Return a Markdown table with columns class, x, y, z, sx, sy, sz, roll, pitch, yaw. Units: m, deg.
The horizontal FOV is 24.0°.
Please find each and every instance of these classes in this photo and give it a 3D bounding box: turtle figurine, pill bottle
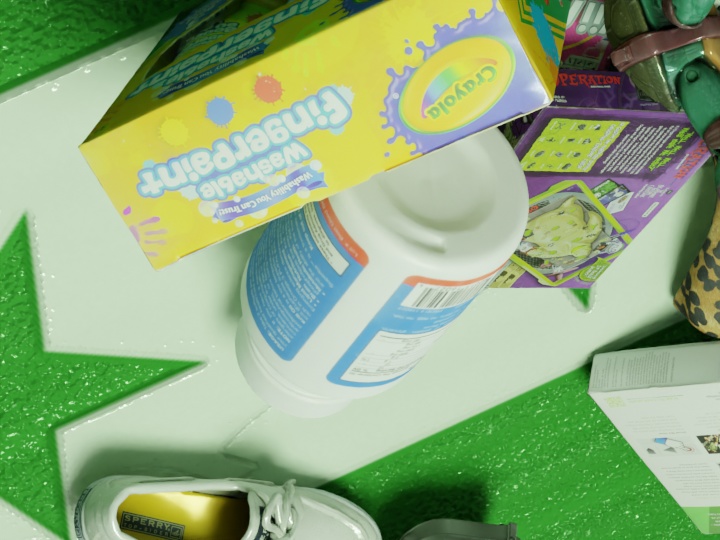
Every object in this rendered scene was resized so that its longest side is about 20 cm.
| class | x | y | z | sx | sy | sz | roll | pitch | yaw |
| --- | --- | --- | --- | --- | --- | --- | --- | --- | --- |
| turtle figurine | 0.170 | -0.117 | 0.820 | 0.100 | 0.202 | 0.149 | -18 | 179 | 28 |
| pill bottle | 0.000 | 0.000 | 0.904 | 0.111 | 0.113 | 0.200 | 4 | 150 | -24 |

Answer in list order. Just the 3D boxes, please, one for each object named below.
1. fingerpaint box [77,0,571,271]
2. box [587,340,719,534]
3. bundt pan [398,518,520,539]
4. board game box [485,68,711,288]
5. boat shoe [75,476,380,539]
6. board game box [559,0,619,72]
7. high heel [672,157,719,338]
| class | x | y | z | sx | sy | sz | roll | pitch | yaw |
| --- | --- | --- | --- | --- | --- | --- | --- | --- | --- |
| fingerpaint box | -0.009 | -0.101 | 0.774 | 0.199 | 0.167 | 0.074 | -22 | 113 | 22 |
| box | 0.257 | 0.114 | 1.123 | 0.143 | 0.037 | 0.200 | -7 | 140 | 33 |
| bundt pan | 0.039 | 0.253 | 1.103 | 0.075 | 0.202 | 0.203 | 15 | 122 | -3 |
| board game box | 0.115 | -0.045 | 0.943 | 0.119 | 0.033 | 0.200 | 4 | 151 | -18 |
| boat shoe | -0.067 | 0.158 | 1.033 | 0.201 | 0.086 | 0.075 | 15 | 75 | -24 |
| board game box | 0.115 | -0.176 | 0.876 | 0.146 | 0.064 | 0.201 | 4 | 126 | -24 |
| high heel | 0.212 | -0.051 | 1.024 | 0.071 | 0.142 | 0.201 | -29 | 101 | -32 |
